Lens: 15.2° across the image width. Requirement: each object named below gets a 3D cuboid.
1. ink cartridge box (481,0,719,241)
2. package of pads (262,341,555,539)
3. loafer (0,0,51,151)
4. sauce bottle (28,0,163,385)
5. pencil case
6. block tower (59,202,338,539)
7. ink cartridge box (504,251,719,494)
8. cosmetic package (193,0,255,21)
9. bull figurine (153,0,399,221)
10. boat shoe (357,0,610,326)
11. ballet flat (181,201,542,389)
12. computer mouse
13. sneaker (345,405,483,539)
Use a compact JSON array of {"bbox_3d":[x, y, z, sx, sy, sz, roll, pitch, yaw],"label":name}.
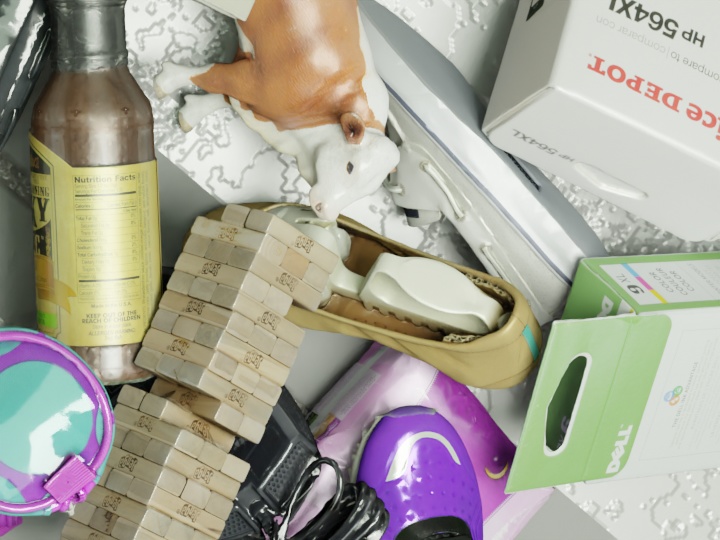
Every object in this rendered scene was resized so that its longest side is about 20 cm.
[{"bbox_3d":[0.164,-0.137,1.401,0.146,0.084,0.201,24,66,-17],"label":"ink cartridge box"},{"bbox_3d":[-0.004,0.143,1.413,0.121,0.076,0.200,45,82,-17],"label":"package of pads"},{"bbox_3d":[-0.171,-0.139,1.353,0.070,0.068,0.201,35,79,-43],"label":"loafer"},{"bbox_3d":[-0.131,-0.046,1.326,0.064,0.065,0.201,-3,98,-15],"label":"sauce bottle"},{"bbox_3d":[-0.175,0.081,1.295,0.085,0.200,0.093,-29,91,-16],"label":"pencil case"},{"bbox_3d":[-0.081,0.070,1.309,0.058,0.054,0.201,33,78,-43],"label":"block tower"},{"bbox_3d":[0.151,0.050,1.408,0.199,0.059,0.104,-4,123,-34],"label":"ink cartridge box"},{"bbox_3d":[-0.067,-0.233,1.285,0.071,0.105,0.201,21,93,-52],"label":"cosmetic package"},{"bbox_3d":[-0.045,-0.123,1.363,0.121,0.065,0.201,-5,92,16],"label":"bull figurine"},{"bbox_3d":[0.044,-0.053,1.416,0.070,0.071,0.200,-40,97,18],"label":"boat shoe"},{"bbox_3d":[0.000,0.000,1.366,0.199,0.063,0.069,18,67,14],"label":"ballet flat"},{"bbox_3d":[-0.077,0.090,1.368,0.138,0.053,0.200,-33,66,8],"label":"computer mouse"},{"bbox_3d":[0.043,0.169,1.337,0.069,0.099,0.201,-6,100,-21],"label":"sneaker"}]
